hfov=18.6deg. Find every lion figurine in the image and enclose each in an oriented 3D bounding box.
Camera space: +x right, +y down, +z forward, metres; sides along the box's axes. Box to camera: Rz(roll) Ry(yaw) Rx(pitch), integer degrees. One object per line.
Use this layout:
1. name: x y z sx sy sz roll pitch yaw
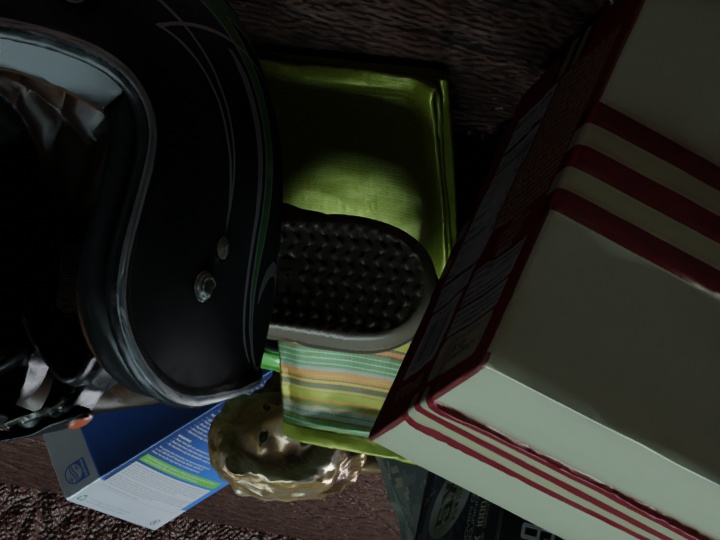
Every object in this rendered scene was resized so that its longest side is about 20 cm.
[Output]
1. lion figurine: -0.021 0.050 1.155 0.122 0.073 0.200 9 -147 -10

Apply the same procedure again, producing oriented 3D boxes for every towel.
1. towel: 0.000 0.000 0.948 0.086 0.018 0.201 7 126 15

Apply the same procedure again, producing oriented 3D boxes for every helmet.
1. helmet: -0.120 -0.039 0.776 0.199 0.192 0.200 -10 180 0

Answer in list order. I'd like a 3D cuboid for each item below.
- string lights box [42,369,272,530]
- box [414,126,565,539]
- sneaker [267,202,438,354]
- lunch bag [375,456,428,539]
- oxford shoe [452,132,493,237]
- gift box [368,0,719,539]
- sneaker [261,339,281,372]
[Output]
1. string lights box: -0.077 0.073 1.294 0.200 0.059 0.103 -33 152 14
2. box: 0.125 0.050 0.919 0.163 0.201 0.086 15 167 -19
3. sneaker: -0.065 -0.002 0.907 0.199 0.071 0.076 16 173 7
4. lunch bag: 0.131 0.084 1.056 0.199 0.118 0.164 -13 176 -28
5. oxford shoe: 0.023 -0.028 0.993 0.199 0.072 0.071 22 173 1
6. gift box: 0.124 0.035 0.784 0.186 0.201 0.185 26 167 -6
7. sneaker: -0.047 -0.004 1.035 0.199 0.084 0.077 14 -161 4
